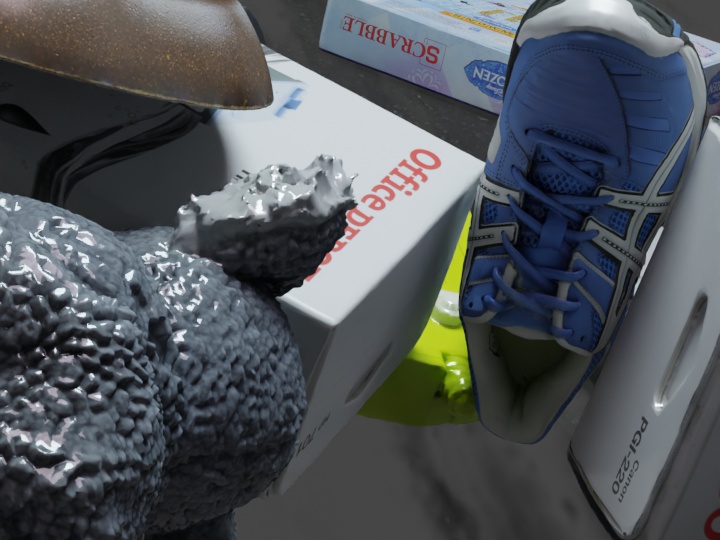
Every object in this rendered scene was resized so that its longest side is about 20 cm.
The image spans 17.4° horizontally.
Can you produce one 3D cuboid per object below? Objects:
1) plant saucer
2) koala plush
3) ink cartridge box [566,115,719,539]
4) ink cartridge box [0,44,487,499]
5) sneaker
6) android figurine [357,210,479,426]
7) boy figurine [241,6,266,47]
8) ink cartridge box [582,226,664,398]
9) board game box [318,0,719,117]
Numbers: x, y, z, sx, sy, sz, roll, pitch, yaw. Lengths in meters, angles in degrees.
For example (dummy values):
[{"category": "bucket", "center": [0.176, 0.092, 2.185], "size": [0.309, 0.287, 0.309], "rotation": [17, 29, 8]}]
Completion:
[{"category": "plant saucer", "center": [-0.119, -0.100, 0.764], "size": [0.200, 0.032, 0.200], "rotation": [19, 10, -3]}, {"category": "koala plush", "center": [-0.088, 0.037, 0.687], "size": [0.184, 0.178, 0.200], "rotation": [27, 15, 34]}, {"category": "ink cartridge box", "center": [0.195, 0.046, 0.843], "size": [0.200, 0.146, 0.085], "rotation": [15, 18, -20]}, {"category": "ink cartridge box", "center": [-0.076, -0.026, 0.852], "size": [0.200, 0.086, 0.146], "rotation": [28, 33, 11]}, {"category": "sneaker", "center": [0.077, -0.016, 0.847], "size": [0.076, 0.200, 0.077], "rotation": [12, 48, 9]}, {"category": "android figurine", "center": [0.000, 0.000, 0.981], "size": [0.182, 0.041, 0.200], "rotation": [14, 26, -19]}, {"category": "boy figurine", "center": [-0.142, -0.083, 1.050], "size": [0.200, 0.124, 0.064], "rotation": [-12, 27, 29]}, {"category": "ink cartridge box", "center": [0.172, 0.021, 1.072], "size": [0.200, 0.057, 0.163], "rotation": [0, 24, -22]}, {"category": "board game box", "center": [0.109, -0.134, 1.446], "size": [0.200, 0.041, 0.199], "rotation": [23, 22, 24]}]
